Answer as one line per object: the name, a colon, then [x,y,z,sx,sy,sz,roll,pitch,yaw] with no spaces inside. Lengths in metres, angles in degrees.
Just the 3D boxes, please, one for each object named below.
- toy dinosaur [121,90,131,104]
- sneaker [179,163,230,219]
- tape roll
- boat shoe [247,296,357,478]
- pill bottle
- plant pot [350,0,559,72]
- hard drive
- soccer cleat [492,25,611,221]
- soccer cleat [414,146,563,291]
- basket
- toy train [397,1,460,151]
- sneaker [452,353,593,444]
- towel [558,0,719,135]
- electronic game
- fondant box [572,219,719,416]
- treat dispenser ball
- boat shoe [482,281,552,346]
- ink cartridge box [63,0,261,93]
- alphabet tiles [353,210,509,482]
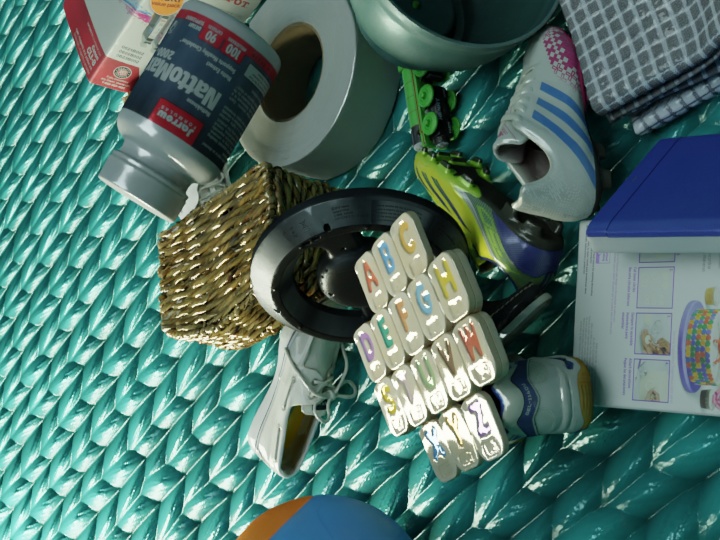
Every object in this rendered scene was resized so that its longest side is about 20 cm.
toy dinosaur: [-0.192,-0.211,1.299,0.197,0.061,0.108,-20,109,8]
sneaker: [-0.168,-0.108,1.233,0.116,0.074,0.201,58,146,30]
tape roll: [-0.051,-0.204,1.157,0.200,0.070,0.207,-10,75,45]
boat shoe: [-0.049,0.121,1.091,0.086,0.074,0.205,40,112,42]
pill bottle: [-0.177,-0.158,1.107,0.119,0.119,0.202,24,82,45]
plant pot: [0.068,-0.263,0.981,0.134,0.196,0.204,139,130,-66]
hard drive: [0.273,-0.058,0.763,0.198,0.132,0.026,1,127,48]
soccer cleat: [0.147,-0.129,0.898,0.070,0.085,0.203,104,164,-53]
soccer cleat: [0.103,-0.046,0.976,0.200,0.064,0.085,44,127,44]
basket: [-0.093,0.005,1.099,0.199,0.148,0.145,-28,60,39]
toy train: [0.059,-0.208,1.069,0.056,0.041,0.204,-28,63,50]
sneaker: [0.106,0.104,0.885,0.200,0.086,0.077,142,123,-67]
towel: [0.238,-0.230,0.855,0.164,0.085,0.204,-28,63,40]
electronic game: [0.000,0.000,0.966,0.199,0.198,0.042,-38,40,34]
fondant box: [0.255,0.034,0.807,0.198,0.058,0.147,-1,82,47]
treat dispenser ball: [-0.032,0.300,0.949,0.199,0.199,0.205,-11,75,44]
boat shoe: [0.088,0.057,0.945,0.061,0.073,0.200,57,140,11]
ink cartridge box: [-0.240,-0.331,1.322,0.200,0.144,0.146,-46,53,31]
alphabet tiles: [0.049,0.063,0.853,0.200,0.014,0.199,-45,63,60]
